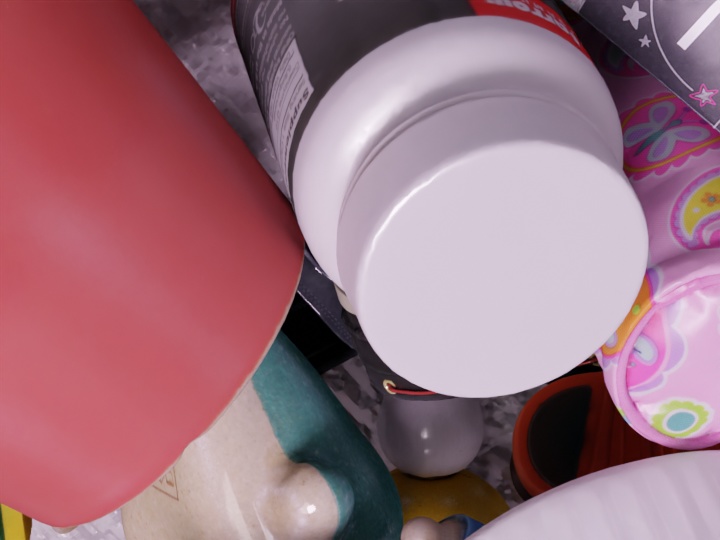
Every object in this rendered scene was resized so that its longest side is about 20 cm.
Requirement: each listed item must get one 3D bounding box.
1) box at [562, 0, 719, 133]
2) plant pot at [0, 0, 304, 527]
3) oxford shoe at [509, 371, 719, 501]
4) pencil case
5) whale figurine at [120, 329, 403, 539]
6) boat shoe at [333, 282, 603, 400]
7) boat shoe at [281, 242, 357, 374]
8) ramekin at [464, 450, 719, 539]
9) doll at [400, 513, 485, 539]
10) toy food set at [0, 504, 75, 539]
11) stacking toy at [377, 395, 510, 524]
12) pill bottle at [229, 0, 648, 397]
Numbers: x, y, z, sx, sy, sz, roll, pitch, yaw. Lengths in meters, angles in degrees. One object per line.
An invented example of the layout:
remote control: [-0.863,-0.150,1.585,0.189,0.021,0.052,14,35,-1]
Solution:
box: [0.122,-0.142,0.756,0.200,0.132,0.115,38,118,-5]
plant pot: [-0.127,-0.021,0.724,0.200,0.201,0.177,-33,118,33]
oxford shoe: [0.158,0.073,0.853,0.198,0.072,0.073,4,161,1]
pencil case: [0.107,-0.028,0.790,0.087,0.201,0.088,-6,129,-7]
whale figurine: [-0.042,0.069,0.909,0.159,0.103,0.201,17,123,53]
boat shoe: [0.091,0.010,0.861,0.200,0.074,0.063,-7,128,15]
boat shoe: [0.000,0.000,0.937,0.199,0.062,0.075,-32,103,31]
ramekin: [0.106,0.152,0.771,0.199,0.098,0.201,-13,144,-9]
doll: [0.016,0.141,0.841,0.199,0.049,0.137,-15,145,-5]
toy food set: [-0.130,0.012,0.910,0.048,0.198,0.201,1,121,-1]
stacking toy: [0.029,0.140,0.990,0.145,0.146,0.202,1,104,19]
pill bottle: [0.025,-0.055,0.744,0.113,0.200,0.115,-7,126,-10]
